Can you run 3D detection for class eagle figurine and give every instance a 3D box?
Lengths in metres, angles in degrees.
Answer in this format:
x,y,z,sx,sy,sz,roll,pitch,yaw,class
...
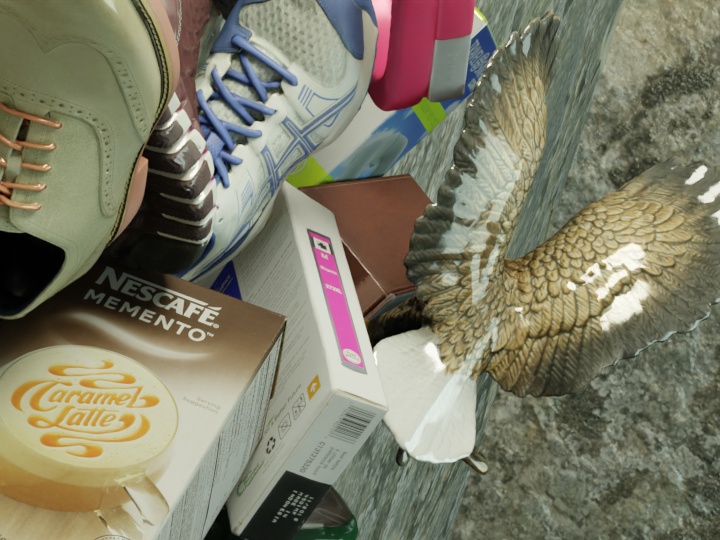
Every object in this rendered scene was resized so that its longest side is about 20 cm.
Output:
x,y,z,sx,sy,sz,roll,pitch,yaw,class
0.072,-0.006,1.200,0.200,0.151,0.152,-42,154,18,eagle figurine

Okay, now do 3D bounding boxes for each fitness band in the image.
x,y,z,sx,sy,sz,roll,pitch,yaw,class
0.015,-0.162,1.141,0.200,0.037,0.144,95,-20,-56,fitness band

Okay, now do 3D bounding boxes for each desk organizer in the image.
x,y,z,sx,sy,sz,roll,pitch,yaw,class
0.000,0.000,1.362,0.072,0.077,0.200,-42,171,16,desk organizer

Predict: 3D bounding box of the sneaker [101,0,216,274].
x,y,z,sx,sy,sz,roll,pitch,yaw,class
-0.080,-0.091,1.035,0.200,0.075,0.116,94,16,-57,sneaker

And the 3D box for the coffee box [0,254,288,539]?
x,y,z,sx,sy,sz,roll,pitch,yaw,class
-0.122,0.086,1.048,0.200,0.114,0.080,-60,167,-49,coffee box

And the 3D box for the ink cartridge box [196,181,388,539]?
x,y,z,sx,sy,sz,roll,pitch,yaw,class
-0.041,0.033,1.198,0.095,0.037,0.200,-55,-149,26,ink cartridge box

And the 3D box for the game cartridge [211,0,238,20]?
x,y,z,sx,sy,sz,roll,pitch,yaw,class
-0.042,-0.198,1.157,0.200,0.038,0.130,71,36,-75,game cartridge

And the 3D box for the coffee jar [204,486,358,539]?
x,y,z,sx,sy,sz,roll,pitch,yaw,class
-0.066,0.202,1.284,0.104,0.085,0.201,-136,-124,-59,coffee jar

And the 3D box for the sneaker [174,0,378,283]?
x,y,z,sx,sy,sz,roll,pitch,yaw,class
-0.058,-0.059,1.150,0.088,0.075,0.200,-46,167,-54,sneaker

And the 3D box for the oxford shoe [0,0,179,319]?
x,y,z,sx,sy,sz,roll,pitch,yaw,class
-0.115,-0.051,0.930,0.200,0.070,0.074,97,19,-55,oxford shoe

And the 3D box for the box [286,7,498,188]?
x,y,z,sx,sy,sz,roll,pitch,yaw,class
0.007,-0.089,1.374,0.200,0.048,0.122,-43,171,2,box
